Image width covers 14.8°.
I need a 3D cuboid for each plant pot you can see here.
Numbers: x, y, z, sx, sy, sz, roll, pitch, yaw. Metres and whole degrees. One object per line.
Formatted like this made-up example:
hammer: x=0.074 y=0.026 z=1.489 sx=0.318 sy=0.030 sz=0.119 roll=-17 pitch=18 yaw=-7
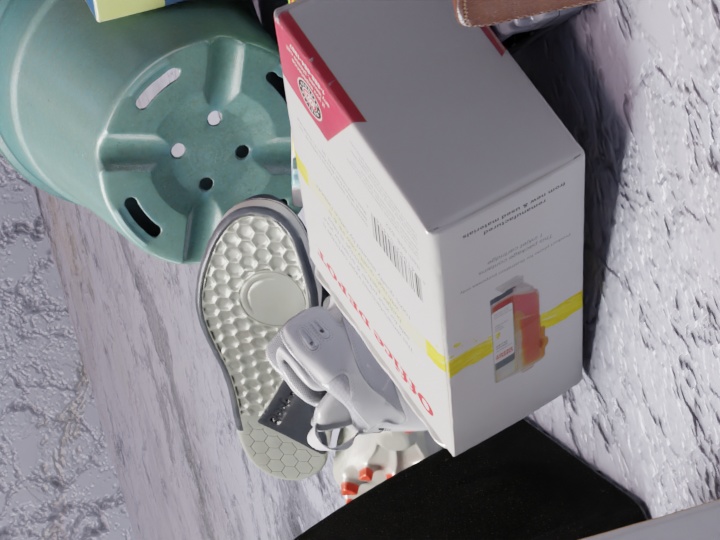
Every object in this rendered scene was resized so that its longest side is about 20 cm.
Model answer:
plant pot: x=-0.124 y=-0.104 z=1.769 sx=0.196 sy=0.199 sz=0.201 roll=-138 pitch=34 yaw=-59
plant pot: x=0.048 y=0.212 z=1.401 sx=0.200 sy=0.177 sz=0.201 roll=-148 pitch=44 yaw=-70

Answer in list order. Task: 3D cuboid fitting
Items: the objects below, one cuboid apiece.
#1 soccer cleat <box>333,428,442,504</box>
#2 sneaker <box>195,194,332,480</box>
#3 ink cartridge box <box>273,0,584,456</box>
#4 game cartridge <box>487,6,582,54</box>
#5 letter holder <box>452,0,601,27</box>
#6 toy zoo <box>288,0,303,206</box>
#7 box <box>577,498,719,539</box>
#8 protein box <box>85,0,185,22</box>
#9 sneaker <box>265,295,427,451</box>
soccer cleat: x=0.019 y=0.083 z=1.660 sx=0.200 sy=0.069 sz=0.078 roll=91 pitch=-176 yaw=-61
sneaker: x=-0.043 y=0.004 z=1.665 sx=0.147 sy=0.076 sz=0.203 roll=-73 pitch=-16 yaw=-47
ink cartridge box: x=0.035 y=-0.030 z=1.295 sx=0.145 sy=0.083 sz=0.200 roll=55 pitch=165 yaw=29
game cartridge: x=0.049 y=-0.165 z=1.285 sx=0.200 sy=0.040 sz=0.134 roll=160 pitch=91 yaw=-77
letter holder: x=0.042 y=-0.179 z=1.047 sx=0.200 sy=0.141 sz=0.101 roll=105 pitch=148 yaw=-66
toy zoo: x=-0.030 y=-0.130 z=1.571 sx=0.131 sy=0.020 sz=0.201 roll=93 pitch=176 yaw=-55
box: x=0.116 y=0.166 z=1.169 sx=0.200 sy=0.124 sz=0.098 roll=120 pitch=134 yaw=-72
protein box: x=-0.139 y=-0.299 z=1.720 sx=0.199 sy=0.134 sz=0.201 roll=-122 pitch=21 yaw=-52
sneaker: x=0.000 y=0.000 z=1.504 sx=0.075 sy=0.114 sz=0.201 roll=133 pitch=121 yaw=-75
